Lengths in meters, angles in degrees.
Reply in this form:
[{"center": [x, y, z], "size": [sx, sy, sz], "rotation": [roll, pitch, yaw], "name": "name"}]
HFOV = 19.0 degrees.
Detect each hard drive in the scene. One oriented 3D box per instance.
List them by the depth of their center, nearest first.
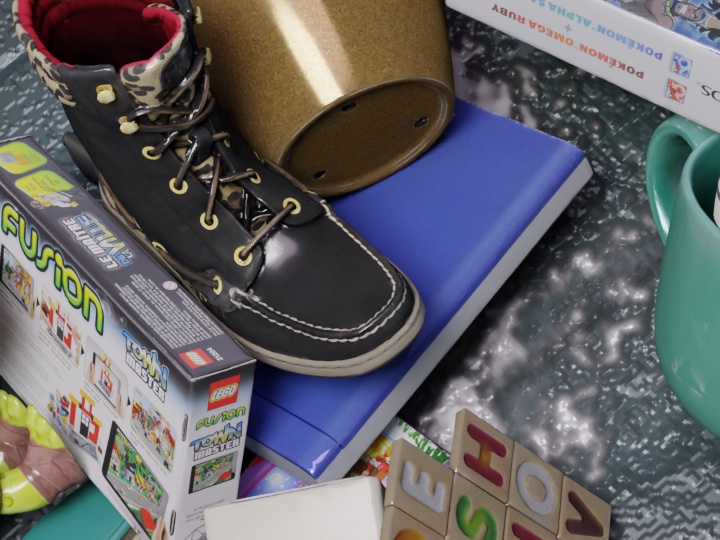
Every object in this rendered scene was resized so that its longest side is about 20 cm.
[{"center": [0.000, 0.000, 1.024], "size": [0.132, 0.025, 0.200], "rotation": [26, 69, 40], "name": "hard drive"}]

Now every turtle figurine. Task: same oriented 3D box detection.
[{"center": [-0.204, 0.127, 0.989], "size": [0.161, 0.200, 0.064], "rotation": [-38, 97, -15], "name": "turtle figurine"}]

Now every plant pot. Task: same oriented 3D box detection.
[{"center": [-0.037, -0.141, 1.035], "size": [0.186, 0.186, 0.200], "rotation": [-27, 67, 1], "name": "plant pot"}]

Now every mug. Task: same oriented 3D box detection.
[{"center": [0.205, 0.011, 0.949], "size": [0.152, 0.115, 0.185], "rotation": [5, 31, -1], "name": "mug"}]

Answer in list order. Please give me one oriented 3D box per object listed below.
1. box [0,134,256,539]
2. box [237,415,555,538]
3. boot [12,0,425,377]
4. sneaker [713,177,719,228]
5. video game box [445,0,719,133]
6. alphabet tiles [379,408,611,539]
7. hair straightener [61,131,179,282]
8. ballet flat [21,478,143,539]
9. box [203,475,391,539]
[{"center": [-0.123, 0.034, 1.000], "size": [0.035, 0.110, 0.200], "rotation": [-16, 43, -34], "name": "box"}, {"center": [-0.021, 0.162, 0.986], "size": [0.137, 0.039, 0.200], "rotation": [35, 79, 22], "name": "box"}, {"center": [-0.066, -0.046, 0.931], "size": [0.073, 0.151, 0.200], "rotation": [-41, 50, -15], "name": "boot"}, {"center": [0.236, -0.065, 0.893], "size": [0.200, 0.080, 0.078], "rotation": [-16, 36, -34], "name": "sneaker"}, {"center": [0.170, -0.146, 1.012], "size": [0.182, 0.047, 0.200], "rotation": [27, 44, 25], "name": "video game box"}, {"center": [0.066, 0.164, 0.905], "size": [0.008, 0.167, 0.200], "rotation": [-27, 40, 39], "name": "alphabet tiles"}, {"center": [-0.088, -0.017, 1.045], "size": [0.077, 0.041, 0.200], "rotation": [-40, 51, -13], "name": "hair straightener"}, {"center": [-0.149, 0.167, 0.994], "size": [0.069, 0.070, 0.200], "rotation": [31, 52, 22], "name": "ballet flat"}, {"center": [-0.008, 0.197, 0.898], "size": [0.078, 0.095, 0.200], "rotation": [-12, 66, 7], "name": "box"}]
